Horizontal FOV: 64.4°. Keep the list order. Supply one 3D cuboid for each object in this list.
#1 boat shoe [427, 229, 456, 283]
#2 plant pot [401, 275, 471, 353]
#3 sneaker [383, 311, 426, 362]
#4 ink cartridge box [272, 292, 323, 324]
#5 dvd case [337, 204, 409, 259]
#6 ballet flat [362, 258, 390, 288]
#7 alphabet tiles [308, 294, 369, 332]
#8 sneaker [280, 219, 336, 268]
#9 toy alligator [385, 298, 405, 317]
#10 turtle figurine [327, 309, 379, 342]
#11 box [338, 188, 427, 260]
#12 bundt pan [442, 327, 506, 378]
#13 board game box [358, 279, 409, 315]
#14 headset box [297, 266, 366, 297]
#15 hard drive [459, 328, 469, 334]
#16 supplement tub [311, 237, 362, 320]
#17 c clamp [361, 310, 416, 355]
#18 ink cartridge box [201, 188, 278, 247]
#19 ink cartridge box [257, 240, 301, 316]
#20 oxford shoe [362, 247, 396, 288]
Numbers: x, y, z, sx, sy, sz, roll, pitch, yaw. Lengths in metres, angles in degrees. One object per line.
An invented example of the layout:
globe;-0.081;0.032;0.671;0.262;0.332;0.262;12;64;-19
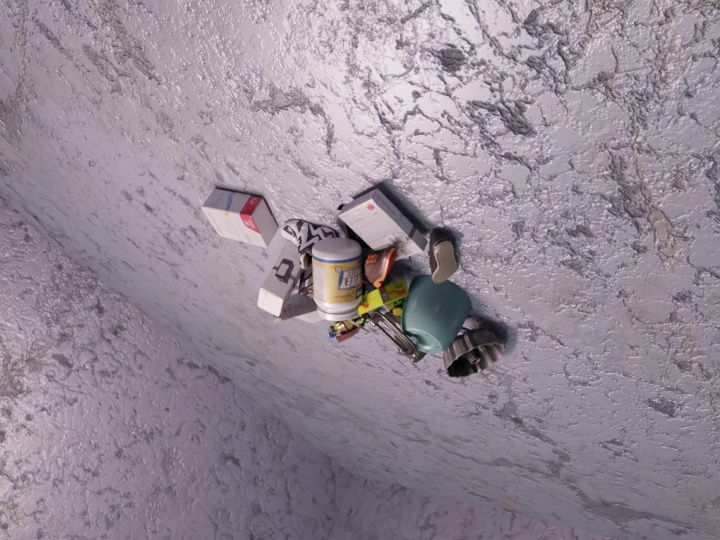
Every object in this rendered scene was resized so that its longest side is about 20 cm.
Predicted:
boat shoe;0.212;-0.036;1.524;0.201;0.071;0.064;76;169;-59
plant pot;0.207;0.142;1.678;0.196;0.163;0.202;21;150;13
sneaker;0.140;0.217;1.878;0.200;0.091;0.076;44;-178;24
ink cartridge box;-0.199;0.130;1.927;0.161;0.195;0.048;-122;17;-62
dvd case;0.039;-0.106;1.577;0.195;0.025;0.152;13;147;24
ballet flat;0.000;0.000;1.732;0.197;0.070;0.071;32;144;-15
alphabet tiles;-0.068;0.132;1.777;0.197;0.008;0.167;31;176;16
sneaker;-0.177;-0.071;1.709;0.194;0.131;0.080;16;149;22
toy alligator;0.126;0.111;1.819;0.054;0.060;0.199;-43;119;15
turtle figurine;-0.030;0.143;1.977;0.191;0.200;0.147;-26;95;29
box;0.058;-0.110;1.489;0.199;0.042;0.154;41;148;-22
bundt pan;0.336;0.243;1.737;0.196;0.077;0.204;-14;145;-10
board game box;0.046;0.086;1.686;0.199;0.100;0.049;-30;81;56
headset box;-0.081;0.048;1.823;0.196;0.077;0.148;17;157;-24
hard drive;0.274;0.209;1.864;0.195;0.026;0.133;20;149;17
supplement tub;-0.065;0.023;1.617;0.141;0.144;0.206;10;112;29
c clamp;0.087;0.186;1.701;0.199;0.027;0.172;41;156;14
ink cartridge box;-0.373;-0.164;1.781;0.196;0.087;0.149;15;149;25
ink cartridge box;-0.248;0.026;1.850;0.083;0.203;0.145;27;152;0
oxford shoe;0.046;-0.015;1.537;0.072;0.072;0.201;32;153;3
